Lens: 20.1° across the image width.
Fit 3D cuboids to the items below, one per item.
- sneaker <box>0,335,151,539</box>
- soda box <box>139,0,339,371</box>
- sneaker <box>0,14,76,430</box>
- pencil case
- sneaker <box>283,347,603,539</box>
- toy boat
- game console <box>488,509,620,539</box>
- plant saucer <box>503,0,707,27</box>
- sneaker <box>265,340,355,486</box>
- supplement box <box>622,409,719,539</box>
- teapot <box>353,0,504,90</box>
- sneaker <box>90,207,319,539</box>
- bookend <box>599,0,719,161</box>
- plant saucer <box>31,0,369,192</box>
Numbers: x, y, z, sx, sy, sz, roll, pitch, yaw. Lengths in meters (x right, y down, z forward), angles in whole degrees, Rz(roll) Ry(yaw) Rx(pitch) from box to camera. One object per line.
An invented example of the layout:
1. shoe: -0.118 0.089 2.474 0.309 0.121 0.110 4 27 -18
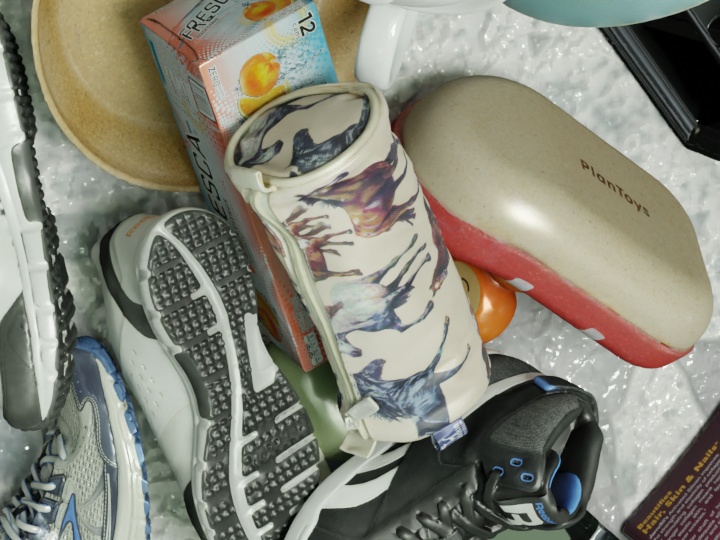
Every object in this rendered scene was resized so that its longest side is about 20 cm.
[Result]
1. sneaker: -0.152 0.133 1.044 0.085 0.077 0.200 -4 103 -13
2. soda box: -0.041 -0.050 1.005 0.068 0.064 0.200 -31 131 -17
3. sneaker: -0.187 -0.019 0.975 0.080 0.074 0.200 -12 91 -4
4. pencil case: 0.000 0.000 0.967 0.089 0.078 0.200 -55 140 -31
5. sneaker: 0.044 0.124 1.023 0.200 0.112 0.073 -51 126 -19
6. toy boat: 0.084 -0.009 1.086 0.200 0.131 0.131 33 120 -26
7. game console: 0.070 0.220 1.146 0.176 0.116 0.200 42 86 -18
8. plant saucer: 0.137 -0.205 0.995 0.200 0.200 0.027 -43 139 -6
9. sneaker: 0.016 0.107 1.104 0.090 0.067 0.200 -33 111 -5
10. supplement box: 0.253 0.163 1.142 0.086 0.200 0.110 40 89 -27
11. teapot: 0.027 -0.178 0.889 0.200 0.197 0.146 37 64 -37
12. sneaker: -0.080 0.059 1.032 0.074 0.080 0.200 -24 110 -34
13. bookend: 0.198 -0.142 1.036 0.092 0.200 0.199 -43 116 -6
14. plant saucer: -0.076 -0.137 0.998 0.200 0.035 0.200 -17 124 -27
